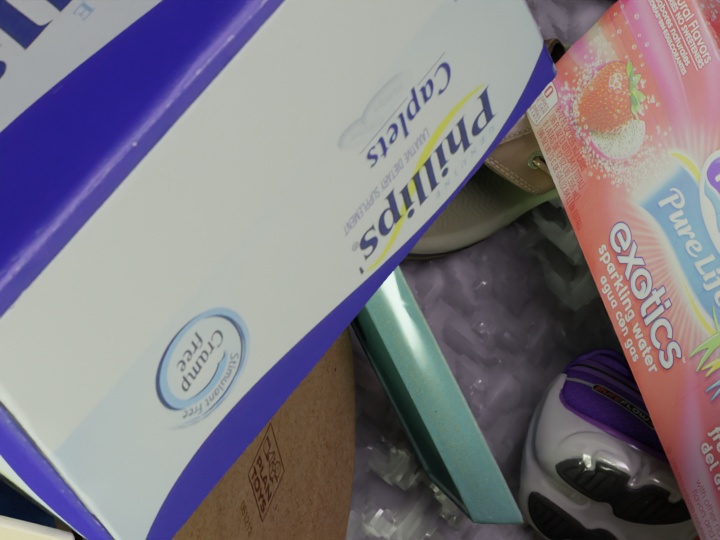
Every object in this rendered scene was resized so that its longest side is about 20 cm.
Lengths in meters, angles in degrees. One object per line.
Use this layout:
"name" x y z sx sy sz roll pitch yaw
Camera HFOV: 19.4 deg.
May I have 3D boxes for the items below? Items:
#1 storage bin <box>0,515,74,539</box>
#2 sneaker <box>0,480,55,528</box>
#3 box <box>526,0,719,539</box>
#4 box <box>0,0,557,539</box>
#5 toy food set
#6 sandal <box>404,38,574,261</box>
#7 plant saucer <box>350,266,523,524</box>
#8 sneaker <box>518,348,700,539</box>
"storage bin" -0.198 0.117 0.577 0.198 0.200 0.094 16 65 -15
"sneaker" -0.177 0.061 0.653 0.200 0.077 0.111 31 28 -4
"box" 0.150 -0.004 0.744 0.103 0.095 0.200 2 57 -36
"box" -0.086 -0.050 0.579 0.200 0.105 0.184 25 68 39
"toy food set" -0.052 0.063 0.677 0.049 0.200 0.198 3 57 18
"sandal" 0.070 -0.061 0.826 0.201 0.057 0.080 -16 77 -25
"plant saucer" 0.000 0.000 0.734 0.019 0.070 0.200 -30 108 -7
"sneaker" 0.157 0.090 0.795 0.200 0.081 0.083 32 50 -11
